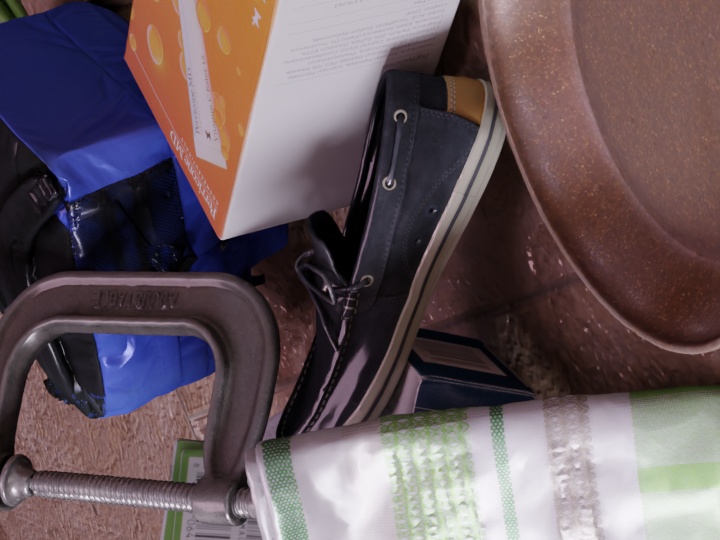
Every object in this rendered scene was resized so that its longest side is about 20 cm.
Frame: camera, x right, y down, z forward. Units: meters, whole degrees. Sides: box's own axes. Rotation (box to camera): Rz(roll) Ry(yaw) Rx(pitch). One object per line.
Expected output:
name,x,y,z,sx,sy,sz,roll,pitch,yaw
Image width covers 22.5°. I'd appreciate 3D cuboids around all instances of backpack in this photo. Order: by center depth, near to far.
backpack,-0.125,-0.027,0.990,0.163,0.167,0.201,47,149,46

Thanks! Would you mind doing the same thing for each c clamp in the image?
c clamp,-0.110,0.079,0.844,0.199,0.027,0.172,7,79,33

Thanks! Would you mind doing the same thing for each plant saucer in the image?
plant saucer,0.105,-0.069,0.668,0.201,0.037,0.201,57,159,36

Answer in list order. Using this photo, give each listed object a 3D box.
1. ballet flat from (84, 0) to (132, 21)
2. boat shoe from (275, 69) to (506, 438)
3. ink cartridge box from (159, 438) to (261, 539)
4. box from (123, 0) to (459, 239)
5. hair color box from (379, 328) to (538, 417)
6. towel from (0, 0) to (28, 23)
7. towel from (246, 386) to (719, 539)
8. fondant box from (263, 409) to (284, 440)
ballet flat,-0.140,-0.150,1.062,0.200,0.046,0.068,-23,89,63
boat shoe,0.000,0.000,0.811,0.075,0.062,0.201,-111,42,-67
ink cartridge box,-0.060,0.161,0.926,0.200,0.059,0.104,82,-168,-70
box,-0.031,-0.130,0.817,0.125,0.097,0.200,60,152,28
hair color box,0.022,0.135,0.852,0.100,0.060,0.201,-131,53,-73
towel,-0.203,-0.109,1.152,0.150,0.031,0.200,60,172,16
towel,0.061,0.127,0.752,0.031,0.199,0.150,-74,-26,-68
fondant box,0.013,0.162,0.998,0.201,0.058,0.144,64,152,6
